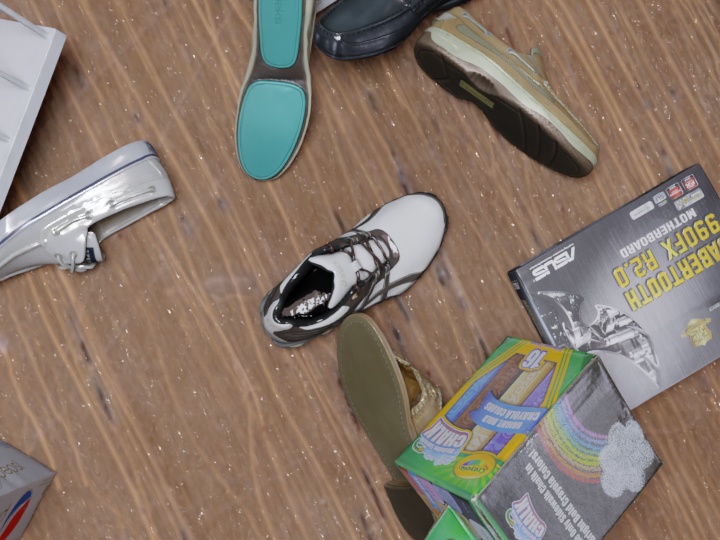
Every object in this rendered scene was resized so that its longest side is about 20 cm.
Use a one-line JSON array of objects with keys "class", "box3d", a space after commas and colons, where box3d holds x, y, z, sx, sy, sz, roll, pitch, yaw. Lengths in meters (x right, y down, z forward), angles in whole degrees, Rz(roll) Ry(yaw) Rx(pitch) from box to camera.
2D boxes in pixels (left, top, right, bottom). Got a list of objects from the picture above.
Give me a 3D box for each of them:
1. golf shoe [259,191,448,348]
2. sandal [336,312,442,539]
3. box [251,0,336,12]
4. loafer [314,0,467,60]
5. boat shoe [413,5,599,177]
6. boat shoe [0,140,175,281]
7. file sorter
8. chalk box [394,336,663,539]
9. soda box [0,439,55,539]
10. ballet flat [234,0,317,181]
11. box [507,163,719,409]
[{"class": "golf shoe", "box3d": [0.000, 0.000, 0.811, 0.199, 0.095, 0.078, -38, 87, -5]}, {"class": "sandal", "box3d": [0.044, 0.129, 0.827, 0.069, 0.077, 0.216, -24, 99, -41]}, {"class": "box", "box3d": [-0.054, -0.324, 0.790, 0.154, 0.201, 0.041, -34, 48, -4]}, {"class": "loafer", "box3d": [0.038, -0.250, 0.811, 0.199, 0.071, 0.068, -35, 57, -24]}, {"class": "boat shoe", "box3d": [0.146, -0.170, 0.842, 0.199, 0.072, 0.077, 40, 74, 1]}, {"class": "boat shoe", "box3d": [-0.254, -0.034, 0.819, 0.198, 0.071, 0.071, -33, 85, -10]}, {"class": "file sorter", "box3d": [-0.365, -0.136, 0.766, 0.137, 0.124, 0.204, 16, 85, 34]}, {"class": "chalk box", "box3d": [0.122, 0.172, 0.753, 0.200, 0.123, 0.125, -43, 110, -17]}, {"class": "soda box", "box3d": [-0.312, 0.187, 0.734, 0.063, 0.200, 0.069, 28, 85, 2]}, {"class": "ballet flat", "box3d": [-0.070, -0.181, 0.825, 0.068, 0.070, 0.204, 14, 119, -1]}, {"class": "box", "box3d": [0.255, 0.023, 0.840, 0.197, 0.048, 0.161, -28, 87, -3]}]
